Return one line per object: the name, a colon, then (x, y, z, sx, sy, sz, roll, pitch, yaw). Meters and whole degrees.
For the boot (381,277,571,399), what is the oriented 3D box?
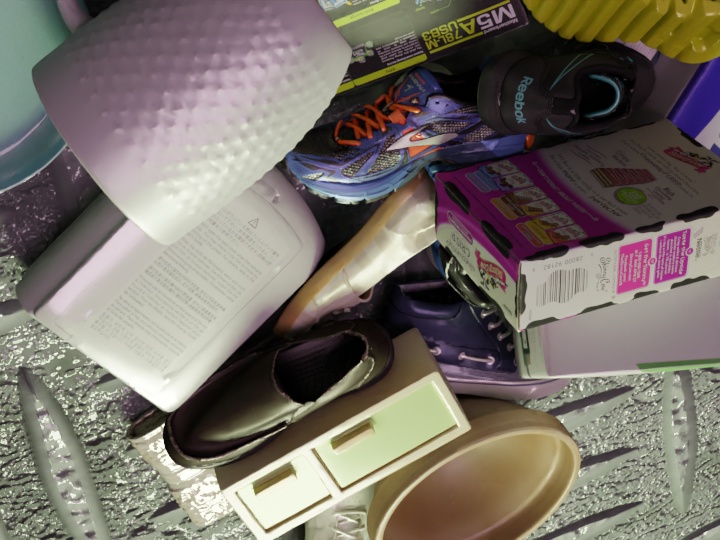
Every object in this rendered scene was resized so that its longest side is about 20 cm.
boot: (0.109, 0.057, 1.214, 0.199, 0.073, 0.091, 0, 124, -25)

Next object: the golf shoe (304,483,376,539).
golf shoe: (-0.018, 0.250, 1.260, 0.075, 0.092, 0.201, 2, 118, -24)

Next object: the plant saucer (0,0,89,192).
plant saucer: (-0.278, -0.140, 0.941, 0.199, 0.027, 0.201, -12, 123, -19)

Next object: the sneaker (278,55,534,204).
sneaker: (0.032, -0.110, 1.017, 0.199, 0.075, 0.079, -17, 133, -17)

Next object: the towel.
towel: (-0.084, 0.129, 1.192, 0.200, 0.034, 0.133, -32, 127, -4)

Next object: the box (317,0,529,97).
box: (-0.007, -0.221, 0.967, 0.199, 0.048, 0.193, -19, 130, 15)

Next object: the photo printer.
photo printer: (-0.135, -0.008, 1.062, 0.200, 0.069, 0.166, -45, 127, 5)

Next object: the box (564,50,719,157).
box: (0.289, -0.097, 1.170, 0.199, 0.105, 0.184, 21, 109, -32)

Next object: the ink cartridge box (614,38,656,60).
ink cartridge box: (0.165, -0.249, 1.060, 0.199, 0.068, 0.117, 21, 108, -35)

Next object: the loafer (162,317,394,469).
loafer: (-0.070, 0.089, 1.099, 0.199, 0.073, 0.071, -30, 166, 1)

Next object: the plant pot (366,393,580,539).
plant pot: (0.087, 0.176, 1.251, 0.200, 0.093, 0.201, -18, 140, -16)

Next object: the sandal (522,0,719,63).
sandal: (0.188, -0.210, 1.001, 0.199, 0.087, 0.079, 11, 149, -33)

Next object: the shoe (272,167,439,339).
shoe: (0.000, 0.000, 1.096, 0.053, 0.070, 0.200, 42, 125, -5)

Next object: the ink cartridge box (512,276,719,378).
ink cartridge box: (0.201, 0.040, 1.103, 0.145, 0.200, 0.085, -4, 85, 1)

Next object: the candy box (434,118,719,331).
candy box: (0.170, -0.037, 1.001, 0.199, 0.136, 0.061, -14, 125, -17)

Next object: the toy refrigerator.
toy refrigerator: (-0.017, 0.138, 1.150, 0.199, 0.070, 0.076, -29, 126, 3)

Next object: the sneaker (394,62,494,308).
sneaker: (0.082, -0.060, 1.107, 0.076, 0.111, 0.201, -20, 125, -13)

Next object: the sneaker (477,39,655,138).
sneaker: (0.168, -0.125, 1.013, 0.200, 0.079, 0.076, -17, 114, -47)

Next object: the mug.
mug: (-0.115, -0.147, 0.915, 0.175, 0.148, 0.200, -36, 92, 5)
